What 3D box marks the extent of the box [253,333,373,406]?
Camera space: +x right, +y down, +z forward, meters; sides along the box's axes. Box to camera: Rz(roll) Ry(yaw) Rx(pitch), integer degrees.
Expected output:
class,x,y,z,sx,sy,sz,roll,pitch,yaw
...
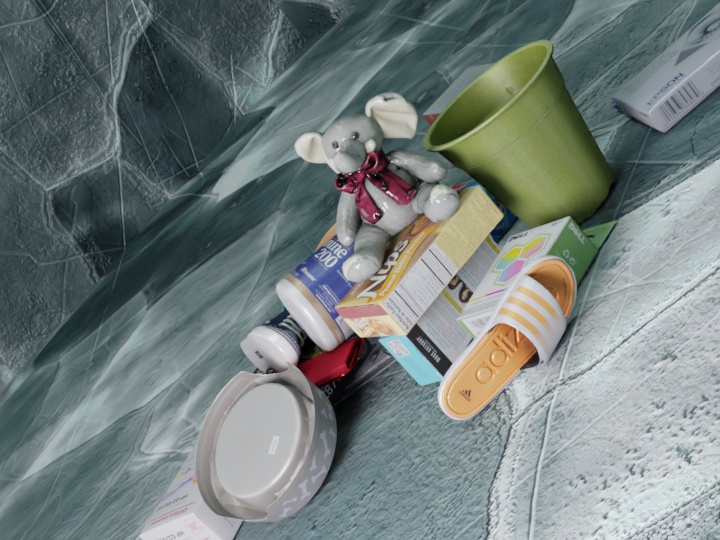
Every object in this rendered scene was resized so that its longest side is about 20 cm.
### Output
class,x,y,z,sx,sy,sz,roll,pitch,yaw
box,-0.091,0.157,1.750,0.200,0.049,0.161,-16,30,53

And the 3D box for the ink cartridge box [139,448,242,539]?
class,x,y,z,sx,sy,sz,roll,pitch,yaw
ink cartridge box,-0.201,0.302,1.657,0.115,0.068,0.200,-29,21,37

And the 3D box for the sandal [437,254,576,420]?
class,x,y,z,sx,sy,sz,roll,pitch,yaw
sandal,0.166,0.080,1.379,0.207,0.079,0.059,-52,19,-3

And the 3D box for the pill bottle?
class,x,y,z,sx,sy,sz,roll,pitch,yaw
pill bottle,0.000,0.000,1.658,0.200,0.111,0.111,-39,16,-11

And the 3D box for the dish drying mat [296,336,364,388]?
class,x,y,z,sx,sy,sz,roll,pitch,yaw
dish drying mat,-0.082,0.144,1.664,0.200,0.018,0.077,-29,21,30

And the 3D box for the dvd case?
class,x,y,z,sx,sy,sz,roll,pitch,yaw
dvd case,0.000,0.116,1.755,0.200,0.016,0.149,-37,17,17

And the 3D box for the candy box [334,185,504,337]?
class,x,y,z,sx,sy,sz,roll,pitch,yaw
candy box,0.070,-0.010,1.553,0.200,0.055,0.115,-50,18,-22

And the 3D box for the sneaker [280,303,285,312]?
class,x,y,z,sx,sy,sz,roll,pitch,yaw
sneaker,-0.077,0.059,1.962,0.077,0.080,0.200,-36,17,19

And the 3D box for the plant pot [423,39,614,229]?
class,x,y,z,sx,sy,sz,roll,pitch,yaw
plant pot,0.213,-0.148,1.625,0.200,0.190,0.200,-37,17,14

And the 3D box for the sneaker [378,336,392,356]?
class,x,y,z,sx,sy,sz,roll,pitch,yaw
sneaker,0.092,0.041,1.666,0.200,0.075,0.078,-44,4,-28

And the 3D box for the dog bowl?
class,x,y,z,sx,sy,sz,roll,pitch,yaw
dog bowl,-0.111,0.210,1.573,0.200,0.059,0.201,-23,53,34

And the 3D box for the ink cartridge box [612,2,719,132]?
class,x,y,z,sx,sy,sz,roll,pitch,yaw
ink cartridge box,0.427,-0.274,1.712,0.199,0.041,0.200,-41,16,4

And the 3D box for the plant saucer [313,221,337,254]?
class,x,y,z,sx,sy,sz,roll,pitch,yaw
plant saucer,0.025,-0.018,1.781,0.200,0.200,0.032,-41,54,6

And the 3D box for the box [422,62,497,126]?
class,x,y,z,sx,sy,sz,roll,pitch,yaw
box,0.204,-0.204,1.851,0.106,0.152,0.200,-46,16,-11

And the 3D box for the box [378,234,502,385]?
class,x,y,z,sx,sy,sz,roll,pitch,yaw
box,0.109,0.039,1.586,0.049,0.082,0.200,-21,26,53

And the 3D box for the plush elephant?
class,x,y,z,sx,sy,sz,roll,pitch,yaw
plush elephant,0.011,-0.120,1.558,0.164,0.155,0.200,-35,25,21

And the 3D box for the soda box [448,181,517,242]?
class,x,y,z,sx,sy,sz,roll,pitch,yaw
soda box,0.139,-0.077,1.838,0.068,0.064,0.200,-48,18,-19

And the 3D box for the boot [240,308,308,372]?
class,x,y,z,sx,sy,sz,roll,pitch,yaw
boot,-0.099,0.082,1.726,0.090,0.073,0.200,-41,9,-15

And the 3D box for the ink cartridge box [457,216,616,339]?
class,x,y,z,sx,sy,sz,roll,pitch,yaw
ink cartridge box,0.204,-0.002,1.507,0.104,0.059,0.200,-20,28,53
